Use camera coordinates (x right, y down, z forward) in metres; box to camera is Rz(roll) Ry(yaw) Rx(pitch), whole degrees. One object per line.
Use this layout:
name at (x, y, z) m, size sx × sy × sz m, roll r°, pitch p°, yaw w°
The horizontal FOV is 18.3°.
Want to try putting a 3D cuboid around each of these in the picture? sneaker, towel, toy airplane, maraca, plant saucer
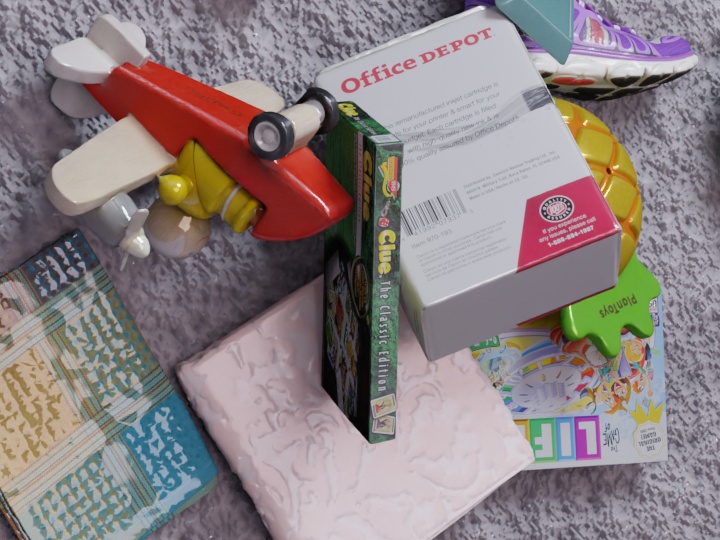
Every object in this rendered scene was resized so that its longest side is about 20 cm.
sneaker at (0.165, -0.175, 1.657) m, size 0.199 × 0.081 × 0.084 m, roll 3°, pitch 80°, yaw -29°
towel at (-0.003, 0.102, 1.548) m, size 0.191 × 0.032 × 0.200 m, roll -34°, pitch 98°, yaw -16°
towel at (-0.192, 0.093, 1.467) m, size 0.146 × 0.022 × 0.201 m, roll -35°, pitch 102°, yaw -28°
toy airplane at (-0.121, -0.076, 1.448) m, size 0.199 × 0.199 × 0.142 m, roll 3°, pitch 119°, yaw -21°
maraca at (0.154, -0.035, 1.617) m, size 0.137 × 0.107 × 0.201 m, roll -24°, pitch 89°, yaw -42°
plant saucer at (0.128, -0.227, 1.604) m, size 0.070 × 0.019 × 0.200 m, roll 39°, pitch 31°, yaw -23°

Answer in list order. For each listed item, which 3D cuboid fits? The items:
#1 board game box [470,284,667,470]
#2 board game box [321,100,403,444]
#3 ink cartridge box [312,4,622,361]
board game box at (0.136, 0.079, 1.649) m, size 0.199 × 0.034 × 0.135 m, roll -1°, pitch 88°, yaw -30°
board game box at (0.000, 0.000, 1.448) m, size 0.023 × 0.105 × 0.201 m, roll -4°, pitch 110°, yaw -16°
ink cartridge box at (0.070, -0.062, 1.514) m, size 0.145 × 0.083 × 0.201 m, roll -22°, pitch 61°, yaw -6°
